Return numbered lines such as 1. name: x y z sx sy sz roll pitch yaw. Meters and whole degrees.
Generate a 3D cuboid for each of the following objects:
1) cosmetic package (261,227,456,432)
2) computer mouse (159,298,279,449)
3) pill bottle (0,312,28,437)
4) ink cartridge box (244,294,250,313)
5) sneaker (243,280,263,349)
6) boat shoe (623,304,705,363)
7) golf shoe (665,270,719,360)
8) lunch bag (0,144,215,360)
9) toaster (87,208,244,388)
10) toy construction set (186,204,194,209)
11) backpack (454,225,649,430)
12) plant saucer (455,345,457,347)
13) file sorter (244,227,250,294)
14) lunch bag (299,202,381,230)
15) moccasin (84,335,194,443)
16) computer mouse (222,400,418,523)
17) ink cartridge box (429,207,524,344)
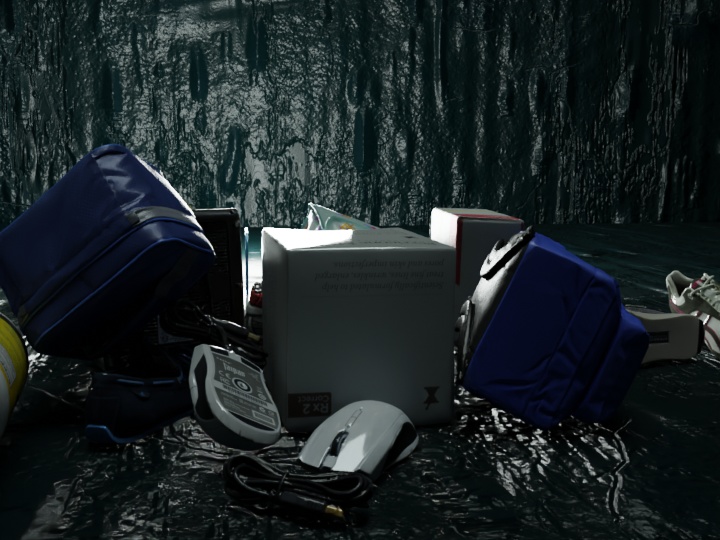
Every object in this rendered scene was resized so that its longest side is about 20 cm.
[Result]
1. cosmetic package: -0.010 0.048 0.828 0.161 0.169 0.200 -2 8 -14
2. computer mouse: -0.121 0.099 0.723 0.108 0.044 0.201 30 13 -25
3. pill bottle: -0.333 0.097 0.657 0.111 0.117 0.200 -2 8 -15
4. ink cartridge box: -0.131 0.070 1.138 0.192 0.044 0.199 4 5 25
5. sneaker: -0.052 0.075 0.985 0.196 0.084 0.078 16 12 -26
6. boat shoe: 0.318 0.079 1.017 0.196 0.077 0.092 6 -1 -22
7. golf shoe: 0.447 0.055 1.037 0.076 0.089 0.200 -34 10 -6
8. lunch bag: -0.249 0.000 0.794 0.199 0.133 0.136 -40 -18 7
9. toaster: -0.238 0.024 0.962 0.196 0.186 0.118 -6 4 -33
10. toy construction set: -0.289 0.011 1.165 0.092 0.199 0.132 29 24 -54
11. backpack: 0.177 0.060 0.809 0.166 0.165 0.200 31 7 -1
12. plant saucer: 0.201 0.085 1.076 0.195 0.033 0.200 0 8 0
13. file sorter: -0.278 -0.005 1.373 0.195 0.126 0.139 0 8 -9
14. lunch bag: 0.000 0.000 1.116 0.167 0.124 0.200 19 12 -17
15. moccasin: -0.190 0.104 0.781 0.078 0.070 0.200 2 7 7
16. computer mouse: -0.013 0.136 0.648 0.107 0.045 0.199 3 8 23
17. ink cartridge box: 0.139 0.000 1.031 0.081 0.149 0.200 1 8 -4
